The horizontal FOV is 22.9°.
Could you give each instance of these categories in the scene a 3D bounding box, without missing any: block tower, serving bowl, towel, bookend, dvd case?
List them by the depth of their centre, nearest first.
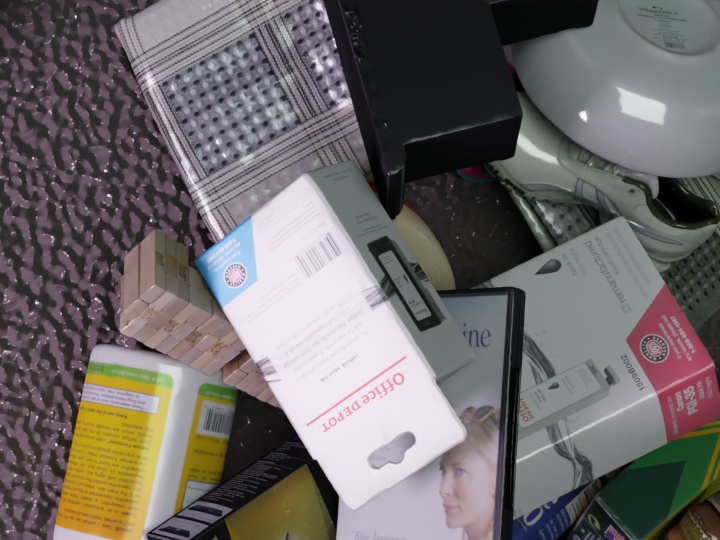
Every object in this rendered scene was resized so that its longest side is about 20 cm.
[{"bbox_3d":[0.046,0.113,1.206,0.017,0.142,0.202,15,76,-48],"label":"dvd case"},{"bbox_3d":[0.086,-0.163,1.217,0.199,0.092,0.200,-15,72,-5],"label":"bookend"},{"bbox_3d":[-0.081,0.045,1.249,0.199,0.054,0.058,31,37,-32],"label":"block tower"},{"bbox_3d":[0.213,-0.162,1.299,0.199,0.066,0.201,11,48,-12],"label":"serving bowl"},{"bbox_3d":[-0.059,-0.140,1.313,0.199,0.035,0.194,-25,88,9],"label":"towel"},{"bbox_3d":[0.220,-0.041,1.396,0.192,0.034,0.201,-37,94,-32],"label":"towel"}]

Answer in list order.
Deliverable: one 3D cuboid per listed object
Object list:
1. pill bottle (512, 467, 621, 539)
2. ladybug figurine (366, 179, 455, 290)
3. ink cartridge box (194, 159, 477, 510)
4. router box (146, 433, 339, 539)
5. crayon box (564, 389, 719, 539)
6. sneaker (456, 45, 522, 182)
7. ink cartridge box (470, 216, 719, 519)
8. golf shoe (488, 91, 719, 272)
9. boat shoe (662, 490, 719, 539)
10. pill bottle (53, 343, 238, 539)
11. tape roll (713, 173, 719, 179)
[{"bbox_3d":[0.125,0.147,1.341,0.200,0.111,0.111,-41,95,-12],"label":"pill bottle"},{"bbox_3d":[0.000,0.000,1.304,0.135,0.201,0.072,-10,47,7],"label":"ladybug figurine"},{"bbox_3d":[-0.007,0.043,1.185,0.116,0.068,0.201,-36,82,30],"label":"ink cartridge box"},{"bbox_3d":[-0.051,0.238,1.269,0.157,0.052,0.201,-32,113,-37],"label":"router box"},{"bbox_3d":[0.248,0.151,1.349,0.200,0.127,0.051,-35,72,-22],"label":"crayon box"},{"bbox_3d":[0.100,-0.131,1.367,0.199,0.084,0.122,-14,89,-12],"label":"sneaker"},{"bbox_3d":[0.134,0.075,1.265,0.199,0.083,0.147,-26,57,-2],"label":"ink cartridge box"},{"bbox_3d":[0.179,-0.079,1.308,0.199,0.097,0.079,31,64,-17],"label":"golf shoe"},{"bbox_3d":[0.253,0.224,1.337,0.068,0.200,0.072,-28,58,-6],"label":"boat shoe"},{"bbox_3d":[-0.158,0.161,1.276,0.110,0.111,0.202,12,84,-11],"label":"pill bottle"},{"bbox_3d":[0.326,-0.163,1.429,0.201,0.037,0.204,4,78,-18],"label":"tape roll"}]
